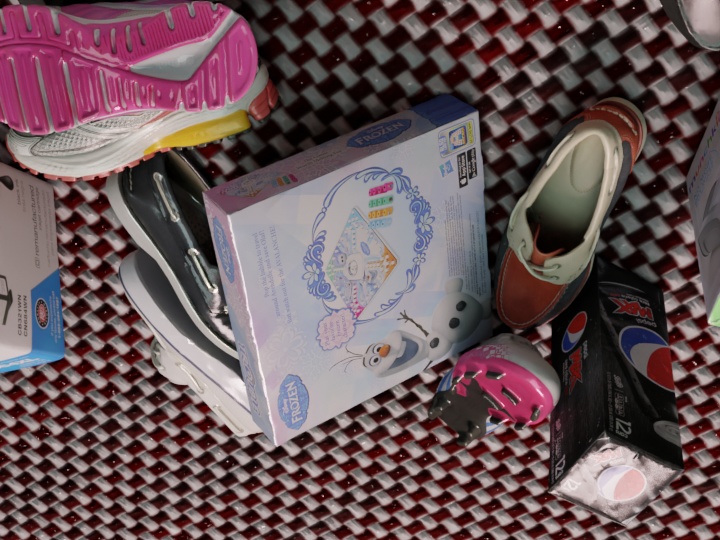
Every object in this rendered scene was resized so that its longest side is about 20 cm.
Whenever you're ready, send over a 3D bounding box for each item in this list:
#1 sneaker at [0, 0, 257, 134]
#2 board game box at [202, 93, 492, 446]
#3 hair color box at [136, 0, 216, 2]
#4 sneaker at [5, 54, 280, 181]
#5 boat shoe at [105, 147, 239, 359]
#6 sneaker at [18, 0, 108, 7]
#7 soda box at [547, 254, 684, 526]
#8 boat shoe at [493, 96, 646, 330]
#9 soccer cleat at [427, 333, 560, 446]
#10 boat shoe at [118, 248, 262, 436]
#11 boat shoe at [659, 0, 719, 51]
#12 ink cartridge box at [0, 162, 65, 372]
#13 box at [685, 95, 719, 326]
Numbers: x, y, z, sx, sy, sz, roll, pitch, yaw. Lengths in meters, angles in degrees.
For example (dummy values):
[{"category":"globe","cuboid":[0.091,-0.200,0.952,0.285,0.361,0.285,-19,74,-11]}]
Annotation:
[{"category":"sneaker","cuboid":[-0.156,-0.132,0.783,0.200,0.088,0.082,1,103,8]},{"category":"board game box","cuboid":[0.000,0.000,0.872,0.199,0.043,0.200,-25,128,-24]},{"category":"hair color box","cuboid":[-0.122,-0.233,0.721,0.101,0.061,0.200,-5,160,13]},{"category":"sneaker","cuboid":[-0.162,-0.124,0.870,0.200,0.078,0.082,-17,117,10]},{"category":"boat shoe","cuboid":[-0.111,-0.009,0.936,0.060,0.076,0.200,-25,119,31]},{"category":"sneaker","cuboid":[-0.194,-0.232,0.792,0.086,0.080,0.200,-16,127,8]},{"category":"soda box","cuboid":[0.179,0.079,0.871,0.063,0.200,0.071,26,126,-10]},{"category":"boat shoe","cuboid":[0.141,-0.031,0.875,0.071,0.063,0.200,31,126,11]},{"category":"soccer cleat","cuboid":[0.107,0.074,0.909,0.070,0.086,0.200,42,161,0]},{"category":"boat shoe","cuboid":[-0.139,0.066,1.002,0.070,0.071,0.200,-28,123,23]},{"category":"boat shoe","cuboid":[0.208,-0.220,0.739,0.074,0.063,0.202,-6,125,11]},{"category":"ink cartridge box","cuboid":[-0.302,-0.010,0.866,0.084,0.146,0.200,-11,167,16]},{"category":"box","cuboid":[0.284,-0.084,0.750,0.096,0.177,0.200,13,127,0]}]
